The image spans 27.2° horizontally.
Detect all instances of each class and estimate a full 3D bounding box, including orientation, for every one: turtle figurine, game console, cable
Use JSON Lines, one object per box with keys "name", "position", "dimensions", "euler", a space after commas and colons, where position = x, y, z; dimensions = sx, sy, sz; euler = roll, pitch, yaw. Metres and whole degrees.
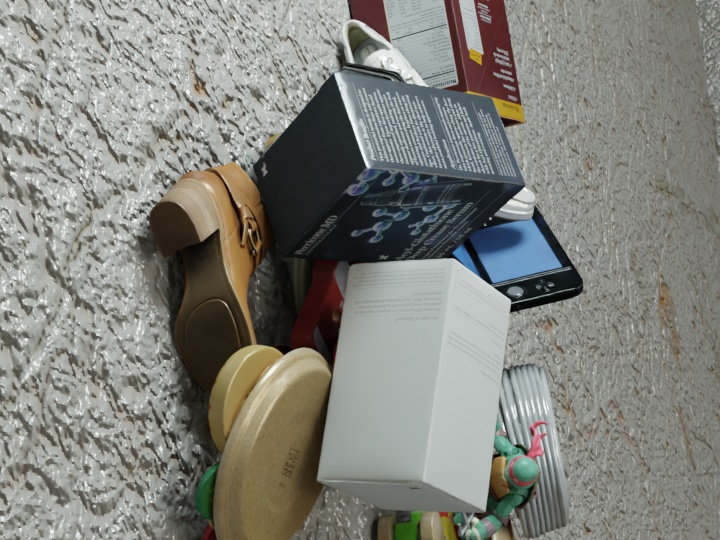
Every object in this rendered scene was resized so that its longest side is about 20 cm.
{"name": "turtle figurine", "position": [0.141, 0.222, 1.589], "dimensions": [0.200, 0.099, 0.152], "euler": [120, -20, -70]}
{"name": "game console", "position": [0.145, -0.050, 1.716], "dimensions": [0.201, 0.173, 0.118], "euler": [-112, -168, -55]}
{"name": "cable", "position": [0.201, 0.210, 1.742], "dimensions": [0.200, 0.068, 0.203], "euler": [61, 19, -75]}

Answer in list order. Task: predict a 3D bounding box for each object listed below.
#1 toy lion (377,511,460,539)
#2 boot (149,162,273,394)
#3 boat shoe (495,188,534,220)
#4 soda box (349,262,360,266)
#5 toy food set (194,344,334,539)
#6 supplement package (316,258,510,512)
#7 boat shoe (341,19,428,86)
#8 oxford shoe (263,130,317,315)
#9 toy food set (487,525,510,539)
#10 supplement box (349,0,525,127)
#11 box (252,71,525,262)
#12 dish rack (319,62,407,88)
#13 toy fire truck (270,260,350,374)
{"name": "toy lion", "position": [0.082, 0.347, 1.635], "dimensions": [0.192, 0.068, 0.203], "euler": [37, 46, -65]}
{"name": "boot", "position": [-0.115, 0.004, 1.350], "dimensions": [0.155, 0.073, 0.203], "euler": [-45, 123, -66]}
{"name": "boat shoe", "position": [0.123, -0.124, 1.711], "dimensions": [0.198, 0.070, 0.071], "euler": [25, 22, -13]}
{"name": "soda box", "position": [0.009, -0.054, 1.529], "dimensions": [0.067, 0.064, 0.202], "euler": [-21, 72, -24]}
{"name": "toy food set", "position": [-0.081, 0.163, 1.307], "dimensions": [0.199, 0.048, 0.201], "euler": [3, 103, -65]}
{"name": "supplement package", "position": [0.050, 0.105, 1.336], "dimensions": [0.117, 0.116, 0.203], "euler": [33, 60, -51]}
{"name": "boat shoe", "position": [0.024, -0.213, 1.665], "dimensions": [0.069, 0.071, 0.201], "euler": [46, 6, -45]}
{"name": "oxford shoe", "position": [-0.062, -0.050, 1.500], "dimensions": [0.075, 0.057, 0.203], "euler": [-37, 127, -57]}
{"name": "toy food set", "position": [0.164, 0.364, 1.750], "dimensions": [0.200, 0.048, 0.200], "euler": [66, 14, -63]}
{"name": "supplement box", "position": [0.095, -0.271, 1.825], "dimensions": [0.197, 0.131, 0.203], "euler": [-1, 81, -65]}
{"name": "box", "position": [0.027, -0.090, 1.399], "dimensions": [0.198, 0.148, 0.108], "euler": [3, 57, -38]}
{"name": "dish rack", "position": [0.026, -0.119, 1.619], "dimensions": [0.153, 0.054, 0.202], "euler": [28, -38, 63]}
{"name": "toy fire truck", "position": [-0.011, 0.102, 1.473], "dimensions": [0.202, 0.111, 0.169], "euler": [65, 29, -29]}
